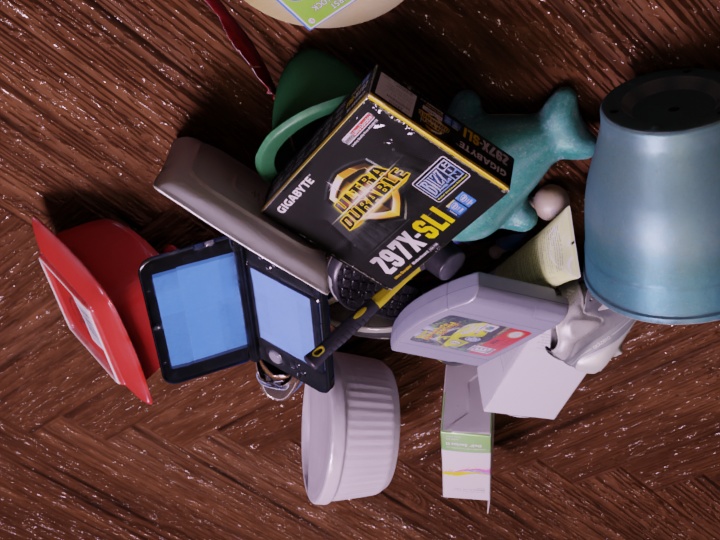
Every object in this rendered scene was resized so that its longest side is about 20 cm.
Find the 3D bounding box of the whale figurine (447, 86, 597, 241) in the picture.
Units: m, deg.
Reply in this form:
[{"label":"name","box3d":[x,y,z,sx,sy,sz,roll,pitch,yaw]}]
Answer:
[{"label":"whale figurine","box3d":[0.135,-0.106,1.137,0.199,0.104,0.159,-23,103,18]}]

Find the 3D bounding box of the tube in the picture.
[{"label":"tube","box3d":[0.191,0.000,1.249,0.058,0.052,0.200,45,156,1]}]

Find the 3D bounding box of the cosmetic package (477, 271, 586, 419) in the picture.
[{"label":"cosmetic package","box3d":[0.222,0.091,1.364,0.101,0.074,0.200,9,137,-16]}]

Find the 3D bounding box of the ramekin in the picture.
[{"label":"ramekin","box3d":[-0.014,0.199,1.461,0.094,0.203,0.203,3,141,-14]}]

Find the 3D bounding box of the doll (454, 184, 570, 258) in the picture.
[{"label":"doll","box3d":[0.130,-0.057,1.247,0.199,0.049,0.137,-14,134,15]}]

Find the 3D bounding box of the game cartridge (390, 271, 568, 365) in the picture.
[{"label":"game cartridge","box3d":[0.119,0.057,1.254,0.133,0.041,0.200,16,154,-20]}]

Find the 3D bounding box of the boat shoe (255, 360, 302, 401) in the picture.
[{"label":"boat shoe","box3d":[-0.106,0.111,1.455,0.072,0.073,0.200,16,137,6]}]

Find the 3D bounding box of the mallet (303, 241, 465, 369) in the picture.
[{"label":"mallet","box3d":[0.027,0.035,1.177,0.066,0.200,0.041,34,164,27]}]

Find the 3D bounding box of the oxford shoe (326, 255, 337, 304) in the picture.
[{"label":"oxford shoe","box3d":[-0.102,0.023,1.341,0.199,0.074,0.071,-16,94,16]}]

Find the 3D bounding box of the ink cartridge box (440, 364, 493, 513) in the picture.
[{"label":"ink cartridge box","box3d":[0.144,0.226,1.515,0.067,0.117,0.200,2,138,8]}]

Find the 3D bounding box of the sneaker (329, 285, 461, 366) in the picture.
[{"label":"sneaker","box3d":[0.060,0.074,1.388,0.199,0.075,0.106,0,139,8]}]

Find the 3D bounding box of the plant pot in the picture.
[{"label":"plant pot","box3d":[0.304,-0.082,1.091,0.199,0.200,0.188,-5,124,15]}]

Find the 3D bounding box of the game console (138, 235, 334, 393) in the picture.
[{"label":"game console","box3d":[-0.131,0.065,1.252,0.170,0.118,0.200,27,142,28]}]

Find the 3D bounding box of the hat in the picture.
[{"label":"hat","box3d":[-0.055,-0.201,1.136,0.165,0.177,0.200,-22,160,0]}]

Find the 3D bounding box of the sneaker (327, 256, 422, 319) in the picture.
[{"label":"sneaker","box3d":[0.000,0.000,1.273,0.072,0.083,0.200,-42,154,5]}]

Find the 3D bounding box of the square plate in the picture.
[{"label":"square plate","box3d":[-0.111,-0.067,1.165,0.198,0.200,0.028,32,105,-13]}]

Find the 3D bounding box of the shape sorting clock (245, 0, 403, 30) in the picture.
[{"label":"shape sorting clock","box3d":[-0.034,-0.294,1.007,0.199,0.039,0.200,2,141,2]}]

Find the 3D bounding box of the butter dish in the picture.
[{"label":"butter dish","box3d":[-0.270,0.021,1.339,0.148,0.199,0.200,-32,138,-22]}]

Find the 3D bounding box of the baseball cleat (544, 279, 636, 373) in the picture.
[{"label":"baseball cleat","box3d":[0.271,0.016,1.233,0.106,0.070,0.200,26,97,-19]}]

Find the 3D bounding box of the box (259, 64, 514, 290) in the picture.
[{"label":"box","box3d":[0.022,-0.079,1.070,0.159,0.049,0.200,30,137,-18]}]
